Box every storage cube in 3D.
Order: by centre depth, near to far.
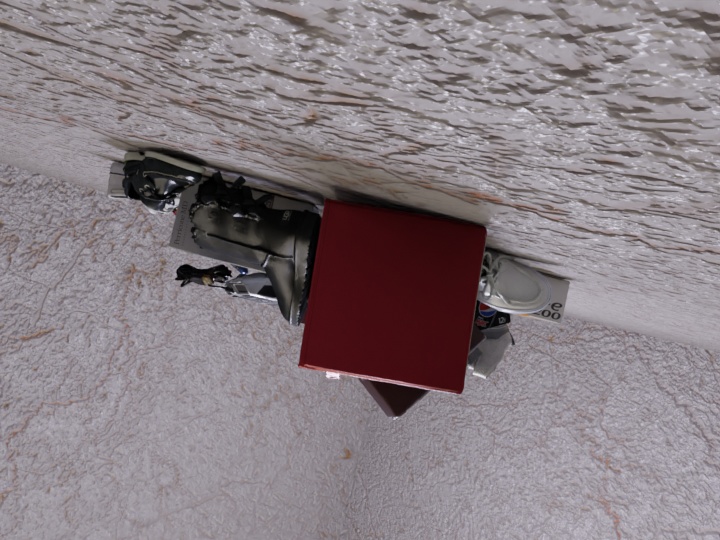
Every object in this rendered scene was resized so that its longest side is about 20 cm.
[{"bbox_3d":[0.034,0.032,0.700,0.175,0.206,0.171,9,177,1],"label":"storage cube"}]

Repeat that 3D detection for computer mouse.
[{"bbox_3d":[-0.171,0.019,0.913,0.108,0.045,0.197,-6,163,44],"label":"computer mouse"}]

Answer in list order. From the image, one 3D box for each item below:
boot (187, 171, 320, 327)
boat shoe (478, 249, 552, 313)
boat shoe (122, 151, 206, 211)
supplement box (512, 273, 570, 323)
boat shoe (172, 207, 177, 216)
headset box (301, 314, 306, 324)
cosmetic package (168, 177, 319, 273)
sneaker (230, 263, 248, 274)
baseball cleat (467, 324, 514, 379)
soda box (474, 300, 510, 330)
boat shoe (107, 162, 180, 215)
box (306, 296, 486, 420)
[{"bbox_3d":[-0.137,-0.023,0.784,0.158,0.074,0.201,16,136,6],"label":"boot"},{"bbox_3d":[0.168,0.000,0.827,0.198,0.076,0.086,24,178,13],"label":"boat shoe"},{"bbox_3d":[-0.256,-0.110,0.758,0.074,0.068,0.197,15,179,-44],"label":"boat shoe"},{"bbox_3d":[0.259,0.036,1.062,0.123,0.076,0.200,14,179,-10],"label":"supplement box"},{"bbox_3d":[-0.324,-0.125,1.126,0.199,0.065,0.073,18,180,-43],"label":"boat shoe"},{"bbox_3d":[-0.070,0.016,1.112,0.075,0.206,0.149,13,178,-5],"label":"headset box"},{"bbox_3d":[-0.168,-0.062,0.888,0.195,0.116,0.081,12,179,2],"label":"cosmetic package"},{"bbox_3d":[-0.146,-0.036,1.007,0.198,0.078,0.086,-21,-117,-47],"label":"sneaker"},{"bbox_3d":[0.153,0.136,0.971,0.196,0.108,0.070,-25,156,2],"label":"baseball cleat"},{"bbox_3d":[0.167,0.033,0.982,0.069,0.065,0.200,-12,-164,-12],"label":"soda box"},{"bbox_3d":[-0.329,-0.125,0.989,0.195,0.068,0.072,15,179,9],"label":"boat shoe"},{"bbox_3d":[0.045,0.082,0.873,0.201,0.163,0.166,50,170,9],"label":"box"}]
